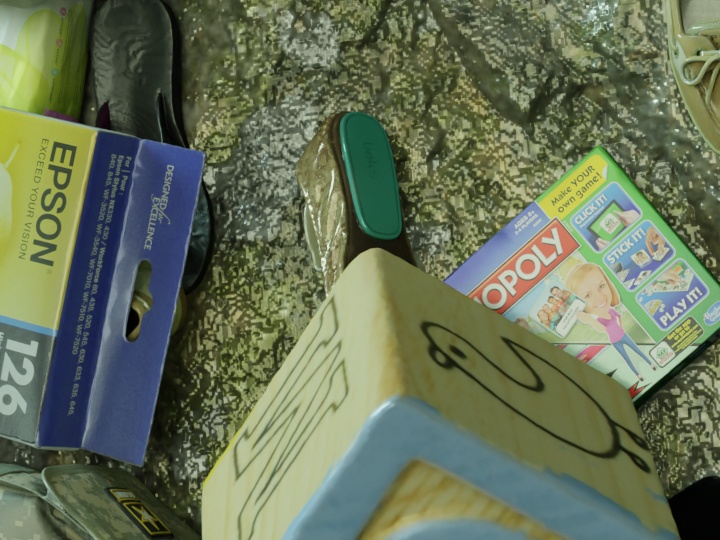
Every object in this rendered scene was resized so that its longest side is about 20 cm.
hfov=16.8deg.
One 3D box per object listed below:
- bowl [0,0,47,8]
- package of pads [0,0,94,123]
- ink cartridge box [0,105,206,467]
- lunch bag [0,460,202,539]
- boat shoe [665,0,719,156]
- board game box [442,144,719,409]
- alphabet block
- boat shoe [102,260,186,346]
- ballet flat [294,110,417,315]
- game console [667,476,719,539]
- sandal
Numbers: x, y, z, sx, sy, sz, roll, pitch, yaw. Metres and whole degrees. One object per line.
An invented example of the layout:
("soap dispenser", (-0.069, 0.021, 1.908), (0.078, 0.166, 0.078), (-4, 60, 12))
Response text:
("bowl", (-0.215, -0.236, 1.527), (0.200, 0.200, 0.075), (20, 134, 34))
("package of pads", (-0.257, -0.111, 1.577), (0.154, 0.068, 0.200), (5, 85, 18))
("ink cartridge box", (-0.207, 0.002, 1.485), (0.200, 0.047, 0.198), (13, 94, 27))
("lunch bag", (-0.190, 0.173, 1.471), (0.200, 0.164, 0.118), (7, 87, 17))
("boat shoe", (0.213, -0.164, 1.442), (0.073, 0.063, 0.201), (-7, 81, 16))
("board game box", (0.113, 0.040, 1.466), (0.200, 0.029, 0.135), (-42, 74, 9))
("alphabet block", (0.037, 0.140, 1.332), (0.195, 0.200, 0.197), (30, 108, -16))
("boat shoe", (-0.210, 0.037, 1.536), (0.200, 0.063, 0.073), (-17, 96, 21))
("ballet flat", (0.000, 0.000, 1.478), (0.065, 0.070, 0.200), (-37, 50, 43))
("game console", (0.187, 0.256, 1.423), (0.200, 0.116, 0.176), (55, 130, 16))
("sandal", (-0.144, -0.080, 1.548), (0.075, 0.048, 0.201), (-13, 81, 17))
